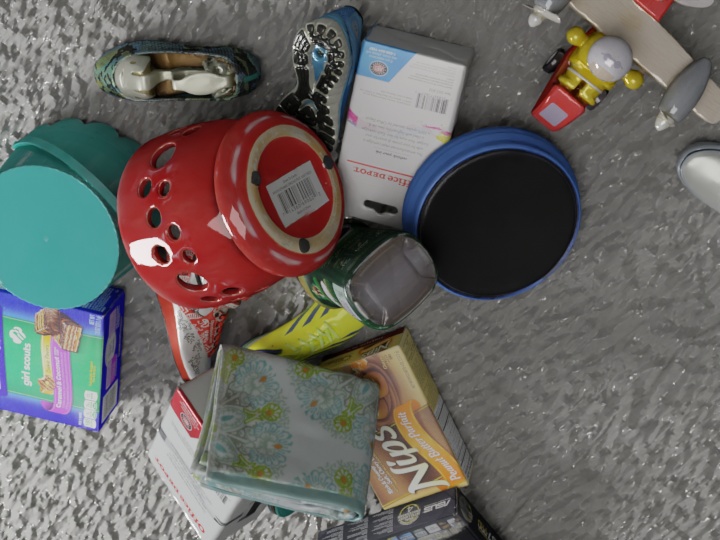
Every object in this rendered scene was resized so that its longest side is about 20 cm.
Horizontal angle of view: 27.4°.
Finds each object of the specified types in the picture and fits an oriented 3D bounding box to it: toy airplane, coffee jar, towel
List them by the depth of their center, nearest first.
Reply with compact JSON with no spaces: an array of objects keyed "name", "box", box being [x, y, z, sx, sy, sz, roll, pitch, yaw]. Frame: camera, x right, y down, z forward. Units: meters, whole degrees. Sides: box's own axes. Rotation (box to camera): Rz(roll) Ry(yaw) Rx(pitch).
[{"name":"toy airplane","box":[0.263,-0.233,1.478,0.199,0.141,0.200,0,113,14]},{"name":"coffee jar","box":[0.000,0.000,1.611,0.104,0.200,0.085,-42,109,-11]},{"name":"towel","box":[-0.080,0.179,1.651,0.199,0.172,0.048,16,149,-11]}]

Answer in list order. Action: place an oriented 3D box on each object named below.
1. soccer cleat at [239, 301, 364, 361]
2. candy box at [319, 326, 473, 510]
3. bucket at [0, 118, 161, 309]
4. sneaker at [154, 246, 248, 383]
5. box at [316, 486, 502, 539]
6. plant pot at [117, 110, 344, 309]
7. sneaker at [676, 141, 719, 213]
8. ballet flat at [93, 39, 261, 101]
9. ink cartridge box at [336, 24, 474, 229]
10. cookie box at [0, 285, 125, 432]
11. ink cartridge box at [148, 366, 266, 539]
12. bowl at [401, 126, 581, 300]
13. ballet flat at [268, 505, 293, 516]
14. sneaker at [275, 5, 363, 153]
[{"name":"soccer cleat","box":[-0.070,0.085,1.734,0.200,0.084,0.065,-29,104,23]},{"name":"candy box","box":[0.042,0.179,1.767,0.115,0.055,0.200,-20,109,21]},{"name":"bucket","box":[-0.336,-0.063,1.700,0.206,0.135,0.208,5,116,10]},{"name":"sneaker","box":[-0.176,0.053,1.754,0.107,0.067,0.202,-11,121,4]},{"name":"box","box":[0.069,0.353,1.819,0.199,0.049,0.161,-22,127,21]},{"name":"plant pot","box":[-0.132,-0.072,1.587,0.182,0.200,0.201,-17,111,42]},{"name":"sneaker","box":[0.423,-0.067,1.556,0.200,0.071,0.073,30,117,-2]},{"name":"ballet flat","box":[-0.211,-0.217,1.639,0.199,0.074,0.075,-2,114,14]},{"name":"ink cartridge box","box":[0.044,-0.152,1.608,0.115,0.068,0.201,15,116,5]},{"name":"cookie box","box":[-0.400,0.090,1.819,0.199,0.075,0.172,12,117,8]},{"name":"ink cartridge box","box":[-0.166,0.219,1.747,0.144,0.084,0.200,54,148,14]},{"name":"bowl","box":[0.145,-0.057,1.602,0.200,0.039,0.201,-6,120,-10]},{"name":"ballet flat","box":[-0.087,0.216,1.801,0.074,0.074,0.200,20,130,3]},{"name":"sneaker","box":[-0.032,-0.201,1.597,0.078,0.090,0.200,32,139,10]}]
